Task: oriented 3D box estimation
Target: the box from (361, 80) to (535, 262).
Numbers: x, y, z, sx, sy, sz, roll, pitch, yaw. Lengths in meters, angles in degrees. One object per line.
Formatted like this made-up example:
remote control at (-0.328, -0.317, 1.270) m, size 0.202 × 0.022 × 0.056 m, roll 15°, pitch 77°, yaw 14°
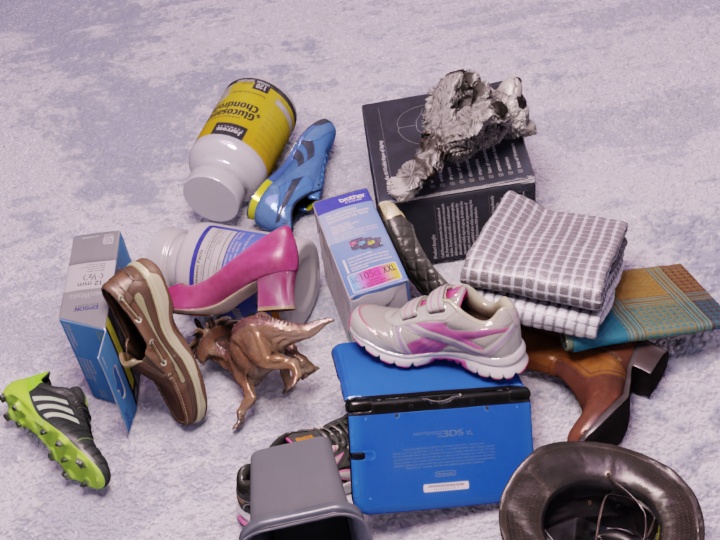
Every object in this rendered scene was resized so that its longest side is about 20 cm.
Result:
box at (0.112, -0.124, 1.584) m, size 0.194 × 0.125 × 0.201 m, roll -8°, pitch 46°, yaw 0°

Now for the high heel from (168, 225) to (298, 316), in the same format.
high heel at (-0.163, 0.002, 1.433) m, size 0.198 × 0.067 × 0.097 m, roll -4°, pitch 83°, yaw 28°

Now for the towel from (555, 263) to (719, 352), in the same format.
towel at (0.307, 0.041, 1.419) m, size 0.198 × 0.022 × 0.147 m, roll -6°, pitch 29°, yaw -10°

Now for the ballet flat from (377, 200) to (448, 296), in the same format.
ballet flat at (0.085, -0.001, 1.463) m, size 0.057 × 0.066 × 0.201 m, roll -35°, pitch 87°, yaw -1°

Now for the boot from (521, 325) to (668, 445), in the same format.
boot at (0.216, 0.111, 1.379) m, size 0.199 × 0.069 × 0.188 m, roll 22°, pitch 54°, yaw 29°

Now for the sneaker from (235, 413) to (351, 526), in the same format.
sneaker at (-0.048, 0.202, 1.326) m, size 0.199 × 0.087 × 0.080 m, roll -35°, pitch 52°, yaw -23°

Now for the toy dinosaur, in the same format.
toy dinosaur at (-0.125, 0.085, 1.410) m, size 0.136 × 0.200 × 0.086 m, roll 55°, pitch 38°, yaw 3°

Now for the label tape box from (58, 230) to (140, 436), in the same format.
label tape box at (-0.304, 0.074, 1.454) m, size 0.065 × 0.144 × 0.201 m, roll -5°, pitch 46°, yaw 5°

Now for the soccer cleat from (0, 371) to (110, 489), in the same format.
soccer cleat at (-0.337, 0.177, 1.421) m, size 0.081 × 0.068 × 0.199 m, roll -29°, pitch 46°, yaw -34°

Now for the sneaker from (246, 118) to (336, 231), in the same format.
sneaker at (-0.072, -0.123, 1.665) m, size 0.078 × 0.066 × 0.201 m, roll 24°, pitch 54°, yaw 15°

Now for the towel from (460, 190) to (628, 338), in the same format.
towel at (0.213, -0.011, 1.407) m, size 0.164 × 0.086 × 0.200 m, roll 9°, pitch 30°, yaw 17°

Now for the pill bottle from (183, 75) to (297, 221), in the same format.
pill bottle at (-0.167, -0.165, 1.682) m, size 0.111 × 0.113 × 0.201 m, roll 7°, pitch 48°, yaw 17°

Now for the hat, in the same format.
hat at (0.234, 0.264, 1.222) m, size 0.198 × 0.081 × 0.202 m, roll -1°, pitch 52°, yaw 1°

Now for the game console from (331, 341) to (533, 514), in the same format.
game console at (0.076, 0.161, 1.335) m, size 0.198 × 0.173 × 0.118 m, roll -3°, pitch 0°, yaw -9°

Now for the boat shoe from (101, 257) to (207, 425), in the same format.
boat shoe at (-0.240, 0.091, 1.393) m, size 0.075 × 0.204 × 0.074 m, roll -30°, pitch 19°, yaw -33°

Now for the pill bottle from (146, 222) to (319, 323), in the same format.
pill bottle at (-0.159, 0.002, 1.521) m, size 0.198 × 0.113 × 0.113 m, roll 9°, pitch 48°, yaw 19°

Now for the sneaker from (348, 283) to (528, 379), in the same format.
sneaker at (0.086, 0.052, 1.332) m, size 0.198 × 0.089 × 0.082 m, roll 6°, pitch 27°, yaw 9°

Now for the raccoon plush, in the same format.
raccoon plush at (0.122, -0.160, 1.502) m, size 0.200 × 0.134 × 0.097 m, roll -40°, pitch 62°, yaw 15°

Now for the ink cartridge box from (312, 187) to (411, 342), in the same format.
ink cartridge box at (0.000, 0.000, 1.476) m, size 0.076 × 0.137 × 0.201 m, roll -16°, pitch 46°, yaw -8°

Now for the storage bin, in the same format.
storage bin at (-0.059, 0.270, 1.200) m, size 0.144 × 0.201 × 0.135 m, roll -12°, pitch 34°, yaw -2°
